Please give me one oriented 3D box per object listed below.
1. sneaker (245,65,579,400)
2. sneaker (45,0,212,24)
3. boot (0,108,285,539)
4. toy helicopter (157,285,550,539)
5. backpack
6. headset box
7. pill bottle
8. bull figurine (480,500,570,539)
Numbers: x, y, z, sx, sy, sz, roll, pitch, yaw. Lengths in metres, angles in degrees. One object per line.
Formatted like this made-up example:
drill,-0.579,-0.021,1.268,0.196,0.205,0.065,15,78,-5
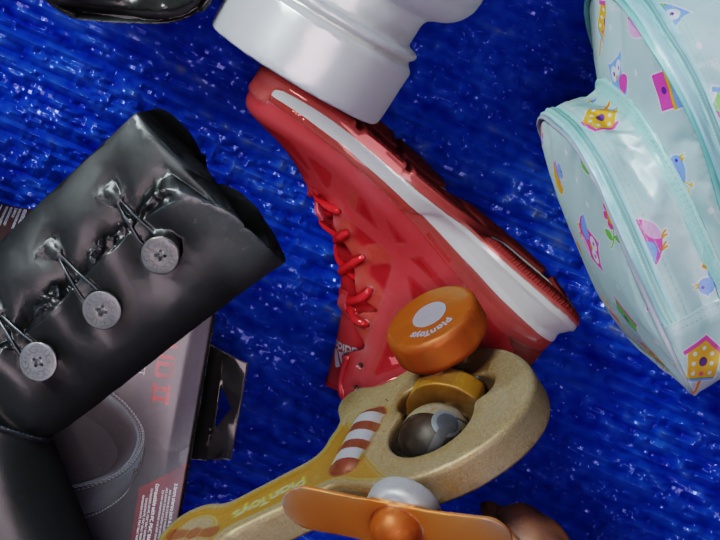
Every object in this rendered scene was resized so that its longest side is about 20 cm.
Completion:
sneaker,0.000,0.000,1.155,0.200,0.078,0.116,40,99,-11
sneaker,-0.147,-0.175,1.079,0.199,0.111,0.077,31,102,-11
boot,-0.112,0.048,1.095,0.200,0.066,0.165,-43,104,4
toy helicopter,-0.004,0.101,1.102,0.199,0.132,0.079,-27,119,8
backpack,0.165,-0.050,1.098,0.153,0.176,0.201,-16,102,-2
headset box,-0.156,0.051,1.161,0.199,0.077,0.150,10,105,-4
pill bottle,0.021,-0.173,1.080,0.114,0.114,0.201,30,98,-11
bull figurine,0.112,0.195,1.112,0.065,0.122,0.200,-38,105,14
